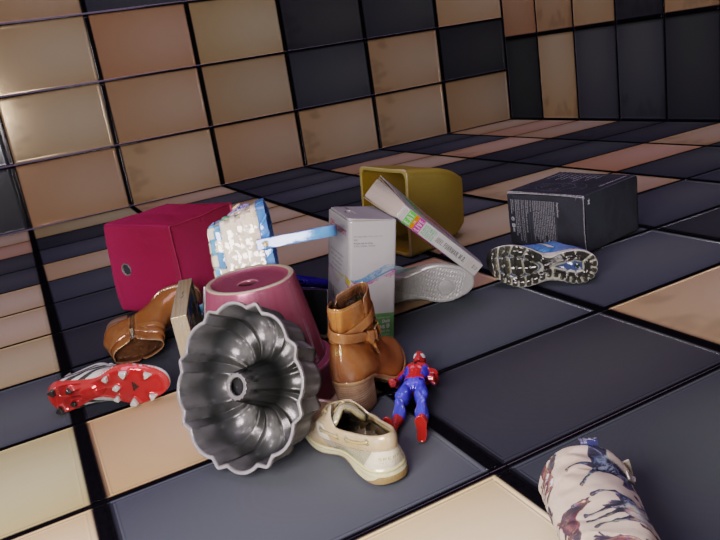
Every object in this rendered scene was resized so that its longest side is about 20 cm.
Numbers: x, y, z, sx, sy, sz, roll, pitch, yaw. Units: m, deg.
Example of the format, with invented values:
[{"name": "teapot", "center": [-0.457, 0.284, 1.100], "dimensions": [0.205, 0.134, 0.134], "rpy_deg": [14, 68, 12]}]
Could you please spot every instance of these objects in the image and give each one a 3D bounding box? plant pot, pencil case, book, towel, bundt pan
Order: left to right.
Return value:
[{"name": "bundt pan", "center": [-0.128, 0.140, 0.874], "dimensions": [0.200, 0.205, 0.075], "rpy_deg": [1, -4, 32]}, {"name": "plant pot", "center": [-0.140, 0.096, 1.021], "dimensions": [0.197, 0.181, 0.200], "rpy_deg": [-8, 17, 2]}, {"name": "towel", "center": [-0.153, 0.024, 1.411], "dimensions": [0.198, 0.050, 0.147], "rpy_deg": [8, 8, 27]}, {"name": "plant pot", "center": [0.137, -0.157, 1.703], "dimensions": [0.198, 0.197, 0.195], "rpy_deg": [-13, 16, -30]}, {"name": "book", "center": [0.111, -0.073, 1.247], "dimensions": [0.048, 0.199, 0.134], "rpy_deg": [-51, 32, 8]}, {"name": "pencil case", "center": [0.210, 0.220, 0.592], "dimensions": [0.089, 0.078, 0.200], "rpy_deg": [-27, 14, 9]}]

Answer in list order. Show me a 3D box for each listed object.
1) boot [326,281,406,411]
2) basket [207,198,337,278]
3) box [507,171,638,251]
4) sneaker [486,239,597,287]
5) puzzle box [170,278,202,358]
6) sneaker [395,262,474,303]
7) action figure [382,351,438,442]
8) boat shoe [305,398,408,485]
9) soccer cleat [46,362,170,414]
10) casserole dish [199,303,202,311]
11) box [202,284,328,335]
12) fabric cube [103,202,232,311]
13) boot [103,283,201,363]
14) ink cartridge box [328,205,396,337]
[{"name": "boot", "center": [0.005, 0.089, 1.000], "dimensions": [0.076, 0.157, 0.200], "rpy_deg": [-1, 18, 27]}, {"name": "basket", "center": [-0.139, -0.046, 1.142], "dimensions": [0.197, 0.141, 0.176], "rpy_deg": [-8, 2, -8]}, {"name": "box", "center": [0.454, -0.130, 1.533], "dimensions": [0.198, 0.126, 0.196], "rpy_deg": [-20, 18, -35]}, {"name": "sneaker", "center": [0.333, -0.014, 1.328], "dimensions": [0.197, 0.080, 0.089], "rpy_deg": [4, 12, 14]}, {"name": "puzzle box", "center": [-0.269, 0.103, 1.148], "dimensions": [0.025, 0.135, 0.200], "rpy_deg": [-12, 18, -7]}, {"name": "sneaker", "center": [0.111, 0.011, 1.343], "dimensions": [0.198, 0.075, 0.118], "rpy_deg": [-7, 18, 8]}, {"name": "action figure", "center": [0.070, 0.156, 0.945], "dimensions": [0.065, 0.052, 0.200], "rpy_deg": [-9, 14, 12]}, {"name": "boat shoe", "center": [-0.015, 0.185, 0.856], "dimensions": [0.071, 0.066, 0.199], "rpy_deg": [-18, 19, -27]}, {"name": "soccer cleat", "center": [-0.384, 0.171, 1.107], "dimensions": [0.197, 0.069, 0.085], "rpy_deg": [-12, 20, 8]}, {"name": "casserole dish", "center": [-0.231, 0.084, 1.355], "dimensions": [0.120, 0.039, 0.199], "rpy_deg": [-19, 20, -31]}, {"name": "box", "center": [-0.160, 0.063, 1.191], "dimensions": [0.197, 0.080, 0.141], "rpy_deg": [2, -3, -11]}, {"name": "fabric cube", "center": [-0.394, -0.028, 1.541], "dimensions": [0.197, 0.199, 0.200], "rpy_deg": [3, 20, 31]}, {"name": "boot", "center": [-0.371, 0.102, 1.313], "dimensions": [0.199, 0.074, 0.155], "rpy_deg": [-30, 23, -14]}, {"name": "ink cartridge box", "center": [0.000, 0.000, 1.207], "dimensions": [0.086, 0.203, 0.145], "rpy_deg": [-5, 14, -15]}]
